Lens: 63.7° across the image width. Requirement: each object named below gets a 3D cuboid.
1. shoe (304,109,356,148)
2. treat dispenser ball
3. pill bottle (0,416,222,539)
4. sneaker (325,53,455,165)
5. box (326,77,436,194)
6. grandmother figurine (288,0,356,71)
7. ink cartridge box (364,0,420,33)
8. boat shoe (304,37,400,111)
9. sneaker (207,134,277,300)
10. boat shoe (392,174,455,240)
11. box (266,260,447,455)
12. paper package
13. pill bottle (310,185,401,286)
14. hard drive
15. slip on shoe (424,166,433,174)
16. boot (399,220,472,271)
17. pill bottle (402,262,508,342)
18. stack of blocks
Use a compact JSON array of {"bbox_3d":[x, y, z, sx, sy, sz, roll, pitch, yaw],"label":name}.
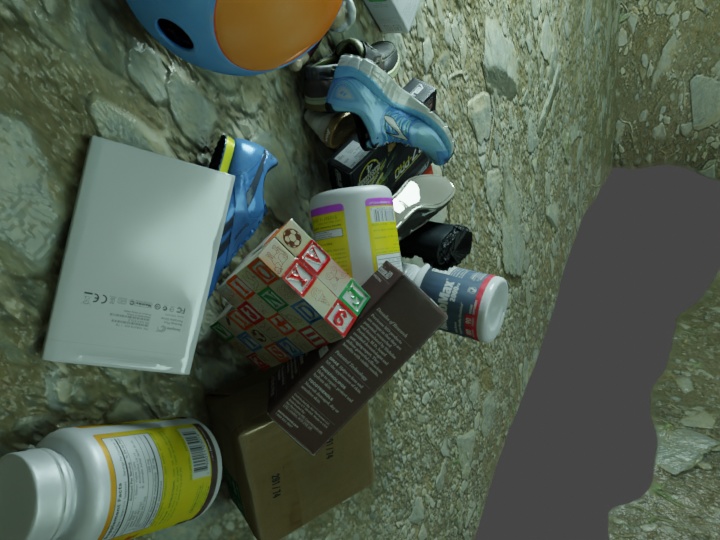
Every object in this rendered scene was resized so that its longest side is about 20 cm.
[{"bbox_3d":[-0.004,-0.227,0.822,0.200,0.053,0.070,-36,150,-48],"label":"shoe"},{"bbox_3d":[-0.106,-0.270,0.489,0.201,0.200,0.202,-30,127,-51],"label":"treat dispenser ball"},{"bbox_3d":[-0.235,0.201,0.551,0.200,0.109,0.110,17,87,-60],"label":"pill bottle"},{"bbox_3d":[0.035,-0.188,0.749,0.200,0.078,0.090,29,98,-29],"label":"sneaker"},{"bbox_3d":[0.037,-0.161,0.860,0.200,0.049,0.161,-48,158,-23],"label":"box"},{"bbox_3d":[-0.068,-0.303,0.690,0.200,0.060,0.121,-41,163,-50],"label":"grandmother figurine"},{"bbox_3d":[0.029,-0.438,0.801,0.200,0.050,0.109,37,71,-57],"label":"ink cartridge box"},{"bbox_3d":[-0.007,-0.278,0.779,0.201,0.072,0.066,-46,143,-39],"label":"boat shoe"},{"bbox_3d":[-0.141,-0.044,0.631,0.078,0.066,0.201,19,83,-30],"label":"sneaker"},{"bbox_3d":[0.067,-0.090,0.883,0.200,0.067,0.057,-33,165,-38],"label":"boat shoe"},{"bbox_3d":[-0.009,0.088,0.625,0.200,0.100,0.075,-44,102,0],"label":"box"},{"bbox_3d":[-0.086,0.222,0.764,0.190,0.103,0.201,-21,123,-27],"label":"paper package"},{"bbox_3d":[0.000,0.000,0.731,0.104,0.104,0.201,-9,92,-58],"label":"pill bottle"},{"bbox_3d":[-0.205,-0.009,0.545,0.132,0.027,0.201,13,91,-30],"label":"hard drive"},{"bbox_3d":[0.099,-0.211,1.001,0.074,0.061,0.200,-61,148,-28],"label":"slip on shoe"},{"bbox_3d":[0.112,-0.057,0.976,0.200,0.168,0.077,-17,118,-56],"label":"boot"},{"bbox_3d":[0.156,0.050,1.060,0.119,0.199,0.120,-29,126,-51],"label":"pill bottle"},{"bbox_3d":[-0.095,0.037,0.639,0.115,0.200,0.059,44,54,-12],"label":"stack of blocks"}]
